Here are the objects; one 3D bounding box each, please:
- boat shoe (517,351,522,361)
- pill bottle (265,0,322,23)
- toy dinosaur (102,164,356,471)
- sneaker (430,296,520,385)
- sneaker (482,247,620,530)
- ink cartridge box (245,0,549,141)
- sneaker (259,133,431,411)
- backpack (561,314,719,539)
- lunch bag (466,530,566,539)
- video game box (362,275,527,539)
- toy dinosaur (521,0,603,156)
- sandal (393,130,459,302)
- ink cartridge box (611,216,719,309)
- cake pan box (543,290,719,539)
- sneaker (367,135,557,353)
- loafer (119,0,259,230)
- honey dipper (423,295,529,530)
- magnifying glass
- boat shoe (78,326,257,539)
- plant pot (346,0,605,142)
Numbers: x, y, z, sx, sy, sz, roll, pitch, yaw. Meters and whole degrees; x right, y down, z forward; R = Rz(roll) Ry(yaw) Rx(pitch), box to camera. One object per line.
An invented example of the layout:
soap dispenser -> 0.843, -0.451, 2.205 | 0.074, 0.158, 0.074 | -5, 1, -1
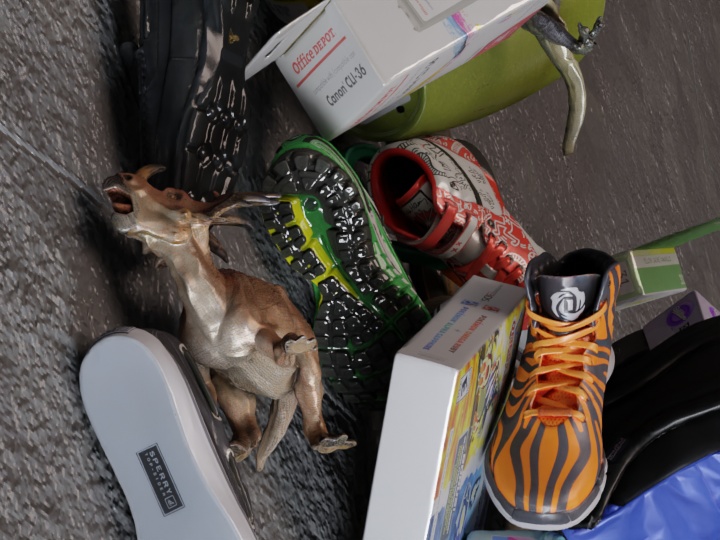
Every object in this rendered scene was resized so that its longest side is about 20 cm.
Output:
boat shoe -> 0.105, 0.038, 1.691 | 0.093, 0.075, 0.200 | 51, 21, -31
pill bottle -> -0.053, -0.262, 1.456 | 0.200, 0.109, 0.109 | 56, 27, -37
toy dinosaur -> -0.062, 0.027, 1.238 | 0.200, 0.086, 0.136 | 64, 9, -54
sneaker -> 0.089, 0.102, 1.560 | 0.200, 0.079, 0.078 | 47, 13, -33
sneaker -> 0.117, 0.059, 1.373 | 0.200, 0.077, 0.112 | -78, 169, -50
ink cartridge box -> 0.024, -0.149, 1.409 | 0.200, 0.116, 0.068 | -31, 87, -24
sneaker -> 0.000, 0.000, 1.435 | 0.085, 0.078, 0.200 | -82, 153, -65
backpack -> 0.224, 0.130, 1.463 | 0.168, 0.200, 0.163 | 56, 1, -30
lunch bag -> 0.100, 0.266, 1.407 | 0.160, 0.077, 0.200 | 63, 28, -70
video game box -> 0.048, 0.122, 1.382 | 0.182, 0.047, 0.200 | -46, 147, -68
toy dinosaur -> 0.124, -0.175, 1.488 | 0.047, 0.088, 0.200 | -30, 99, -27
sandal -> 0.067, -0.042, 1.662 | 0.082, 0.055, 0.200 | 37, 42, -55
ink cartridge box -> 0.249, -0.002, 1.881 | 0.146, 0.200, 0.048 | -5, 79, -68
cake pan box -> 0.206, 0.126, 1.651 | 0.052, 0.184, 0.200 | 45, 20, -25
sneaker -> 0.080, -0.007, 1.518 | 0.108, 0.067, 0.201 | -1, 53, -58
loafer -> -0.102, -0.114, 1.283 | 0.068, 0.070, 0.201 | 22, 71, -60
honey dipper -> 0.087, 0.111, 1.623 | 0.038, 0.038, 0.200 | -66, 136, -60
magnifying glass -> 0.049, -0.020, 1.585 | 0.200, 0.022, 0.080 | 39, 40, -35
boat shoe -> -0.085, 0.122, 1.154 | 0.200, 0.070, 0.066 | 66, 22, 3
plant pot -> 0.049, -0.173, 1.580 | 0.200, 0.187, 0.187 | -46, 117, -50
